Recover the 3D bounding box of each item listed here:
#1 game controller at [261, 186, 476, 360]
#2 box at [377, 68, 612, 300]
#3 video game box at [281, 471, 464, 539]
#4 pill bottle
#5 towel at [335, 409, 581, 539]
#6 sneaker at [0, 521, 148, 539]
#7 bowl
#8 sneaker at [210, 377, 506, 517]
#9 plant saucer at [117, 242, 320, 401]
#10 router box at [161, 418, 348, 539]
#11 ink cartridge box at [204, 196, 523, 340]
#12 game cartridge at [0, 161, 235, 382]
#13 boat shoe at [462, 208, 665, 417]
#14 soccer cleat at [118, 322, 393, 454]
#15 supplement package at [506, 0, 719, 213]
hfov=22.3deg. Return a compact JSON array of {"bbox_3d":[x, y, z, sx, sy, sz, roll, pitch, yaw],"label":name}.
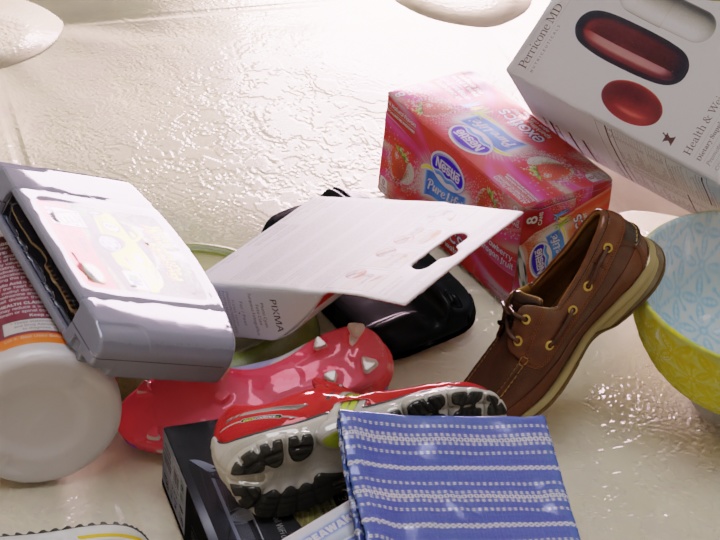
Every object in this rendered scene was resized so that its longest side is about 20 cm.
[{"bbox_3d":[0.003,0.001,1.453,0.104,0.042,0.200,-27,44,-18],"label":"game controller"},{"bbox_3d":[0.107,-0.071,1.507,0.095,0.100,0.200,-17,41,-28],"label":"box"},{"bbox_3d":[0.005,0.228,1.042,0.199,0.047,0.182,-25,61,-34],"label":"video game box"},{"bbox_3d":[-0.236,0.043,1.287,0.113,0.115,0.201,-5,37,-14],"label":"pill bottle"},{"bbox_3d":[0.067,0.162,1.077,0.144,0.024,0.201,3,46,-17],"label":"towel"},{"bbox_3d":[-0.208,0.209,1.092,0.199,0.070,0.090,-9,34,-22],"label":"sneaker"},{"bbox_3d":[0.288,0.053,1.345,0.198,0.108,0.201,4,35,-3],"label":"bowl"},{"bbox_3d":[-0.001,0.097,1.187,0.198,0.078,0.085,-6,31,-19],"label":"sneaker"},{"bbox_3d":[-0.128,0.034,1.387,0.198,0.031,0.201,4,35,-3],"label":"plant saucer"},{"bbox_3d":[-0.030,0.169,1.187,0.156,0.053,0.200,-7,37,-18],"label":"router box"},{"bbox_3d":[0.000,0.000,1.331,0.199,0.048,0.160,6,28,37],"label":"ink cartridge box"},{"bbox_3d":[-0.171,-0.001,1.269,0.133,0.041,0.200,12,32,-46],"label":"game cartridge"},{"bbox_3d":[0.126,0.039,1.295,0.200,0.068,0.072,-47,28,3],"label":"boat shoe"},{"bbox_3d":[-0.072,0.093,1.293,0.199,0.077,0.067,-18,60,-3],"label":"soccer cleat"},{"bbox_3d":[0.260,-0.168,1.458,0.199,0.147,0.192,30,85,24],"label":"supplement package"}]
